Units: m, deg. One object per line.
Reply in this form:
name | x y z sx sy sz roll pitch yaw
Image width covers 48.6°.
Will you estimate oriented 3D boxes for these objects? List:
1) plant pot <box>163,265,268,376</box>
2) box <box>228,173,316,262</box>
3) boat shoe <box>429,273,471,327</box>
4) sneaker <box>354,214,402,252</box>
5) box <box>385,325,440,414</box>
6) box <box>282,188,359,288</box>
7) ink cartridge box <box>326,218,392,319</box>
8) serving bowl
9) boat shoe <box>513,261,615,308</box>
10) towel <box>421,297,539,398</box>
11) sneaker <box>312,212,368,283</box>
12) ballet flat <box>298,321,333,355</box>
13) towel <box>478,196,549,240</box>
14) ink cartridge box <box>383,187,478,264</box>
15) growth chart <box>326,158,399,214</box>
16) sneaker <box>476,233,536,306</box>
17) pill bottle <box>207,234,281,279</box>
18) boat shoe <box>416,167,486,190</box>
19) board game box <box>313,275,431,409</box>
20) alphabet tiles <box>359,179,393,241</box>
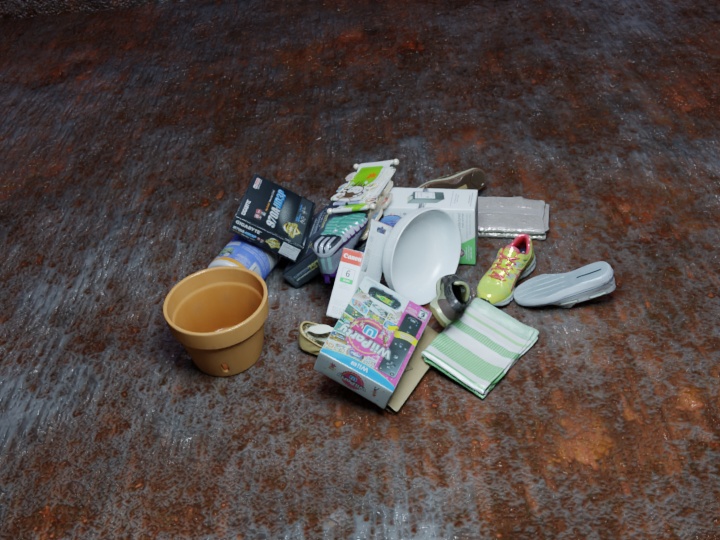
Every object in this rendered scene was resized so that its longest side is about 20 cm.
plant pot | -0.267 0.106 1.538 0.197 0.141 0.201 -4 38 3
box | -0.186 -0.116 1.729 0.158 0.046 0.201 26 32 -10
boat shoe | 0.185 0.049 1.556 0.066 0.072 0.201 -32 7 22
sneaker | 0.038 -0.043 1.690 0.199 0.075 0.079 -37 33 34
box | 0.052 0.150 1.483 0.163 0.021 0.200 36 50 11
box | -0.081 -0.072 1.742 0.157 0.051 0.201 -33 25 34
ink cartridge box | 0.000 0.000 1.569 0.050 0.203 0.109 14 0 25
serving bowl | 0.114 -0.035 1.619 0.199 0.202 0.065 -32 35 -29
boat shoe | 0.405 0.045 1.576 0.198 0.067 0.074 -15 37 26
towel | 0.225 0.139 1.498 0.152 0.024 0.200 30 50 26
sneaker | -0.039 -0.050 1.603 0.074 0.089 0.200 6 27 25
ballet flat | -0.035 0.144 1.518 0.198 0.064 0.069 12 41 22
towel | 0.332 -0.121 1.825 0.197 0.035 0.133 2 38 12
ink cartridge box | 0.154 -0.096 1.729 0.197 0.147 0.084 2 38 13
growth chart | 0.003 -0.182 1.727 0.143 0.018 0.201 -7 36 31
sneaker | 0.296 -0.006 1.637 0.077 0.091 0.200 19 46 27
pill bottle | -0.239 -0.029 1.730 0.111 0.113 0.201 10 41 21
boat shoe | 0.202 -0.191 1.919 0.200 0.076 0.075 -18 15 -12
board game box | 0.025 0.126 1.436 0.146 0.065 0.201 28 50 4
alphabet tiles | 0.001 -0.111 1.736 0.201 0.015 0.195 -57 17 -13
